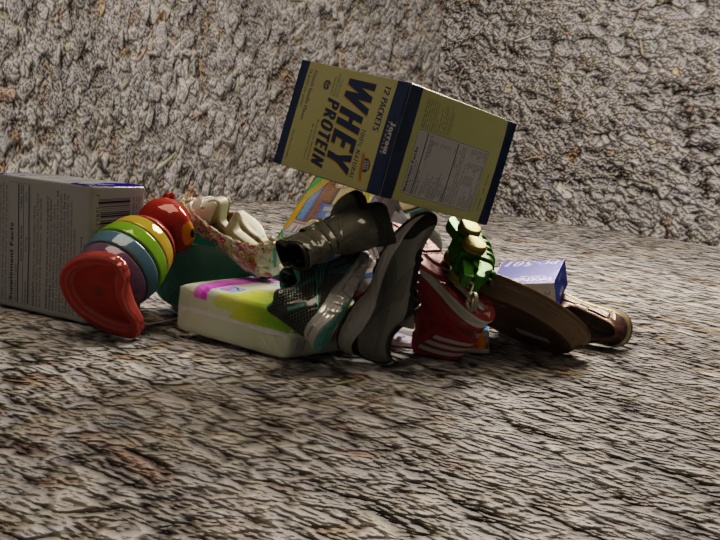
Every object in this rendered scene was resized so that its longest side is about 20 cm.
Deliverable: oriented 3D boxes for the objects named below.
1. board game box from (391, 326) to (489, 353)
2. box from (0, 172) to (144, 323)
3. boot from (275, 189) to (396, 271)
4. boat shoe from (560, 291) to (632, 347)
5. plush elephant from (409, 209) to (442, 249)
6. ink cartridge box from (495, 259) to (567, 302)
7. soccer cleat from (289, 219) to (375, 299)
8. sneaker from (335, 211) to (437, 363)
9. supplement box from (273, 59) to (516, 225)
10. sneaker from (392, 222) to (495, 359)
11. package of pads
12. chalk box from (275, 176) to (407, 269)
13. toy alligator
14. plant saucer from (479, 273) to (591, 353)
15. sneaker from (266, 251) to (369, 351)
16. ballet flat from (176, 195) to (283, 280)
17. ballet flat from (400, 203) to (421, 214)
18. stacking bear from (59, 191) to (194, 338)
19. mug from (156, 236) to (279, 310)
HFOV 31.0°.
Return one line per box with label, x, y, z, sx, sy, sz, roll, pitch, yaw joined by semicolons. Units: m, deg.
board game box;0.079;0.077;1.799;0.199;0.026;0.200;5;7;5
box;-0.400;-0.035;1.772;0.199;0.185;0.105;10;10;35
boot;-0.045;-0.046;1.564;0.130;0.068;0.200;-18;9;-13
boat shoe;0.278;0.068;1.828;0.199;0.072;0.072;15;10;29
plush elephant;0.041;-0.004;1.970;0.164;0.201;0.155;-8;22;29
ink cartridge box;0.185;0.022;1.837;0.199;0.044;0.094;-1;20;20
soccer cleat;0.000;0.000;1.697;0.200;0.087;0.070;27;-11;-25
sneaker;0.048;0.021;1.584;0.079;0.201;0.074;27;1;12
supplement box;0.042;-0.157;1.594;0.199;0.135;0.200;12;6;-46
sneaker;0.072;0.036;1.663;0.078;0.116;0.200;-1;40;-48
package of pads;-0.111;0.058;1.658;0.200;0.068;0.154;13;11;37
chalk box;-0.033;-0.026;1.818;0.123;0.125;0.200;4;46;33
toy alligator;0.144;-0.004;1.603;0.054;0.059;0.200;14;31;-15
plant saucer;0.205;0.057;1.700;0.200;0.030;0.200;26;-13;7
sneaker;-0.050;0.015;1.550;0.091;0.078;0.200;28;27;2
ballet flat;-0.176;-0.061;1.746;0.200;0.064;0.076;33;36;25
ballet flat;0.016;-0.105;1.920;0.200;0.063;0.067;-12;17;36
stacking bear;-0.285;-0.023;1.671;0.113;0.122;0.200;8;37;26
mug;-0.213;0.004;1.825;0.152;0.115;0.185;2;19;-27
